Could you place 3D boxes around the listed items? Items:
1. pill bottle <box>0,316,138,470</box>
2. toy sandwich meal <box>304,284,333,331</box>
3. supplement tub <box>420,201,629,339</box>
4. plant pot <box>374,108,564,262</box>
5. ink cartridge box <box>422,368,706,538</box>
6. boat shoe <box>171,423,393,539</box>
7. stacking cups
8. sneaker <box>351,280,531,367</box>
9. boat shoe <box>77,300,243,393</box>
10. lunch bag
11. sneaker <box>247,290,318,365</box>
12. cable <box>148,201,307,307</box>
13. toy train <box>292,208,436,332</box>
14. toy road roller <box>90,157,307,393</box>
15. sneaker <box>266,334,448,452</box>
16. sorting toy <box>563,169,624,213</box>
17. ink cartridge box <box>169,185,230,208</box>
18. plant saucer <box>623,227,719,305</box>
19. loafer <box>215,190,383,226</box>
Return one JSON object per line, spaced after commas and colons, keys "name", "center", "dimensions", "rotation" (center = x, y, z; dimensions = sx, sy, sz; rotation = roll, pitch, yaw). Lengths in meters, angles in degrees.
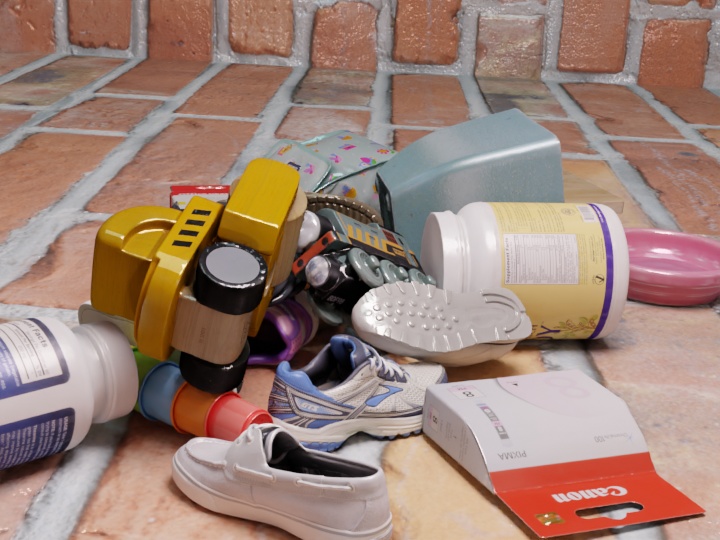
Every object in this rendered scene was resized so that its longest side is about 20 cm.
{"name": "pill bottle", "center": [-0.282, 0.099, 0.930], "dimensions": [0.198, 0.113, 0.110], "rotation": [-12, 23, -40]}
{"name": "toy sandwich meal", "center": [-0.088, 0.012, 1.298], "dimensions": [0.202, 0.071, 0.205], "rotation": [3, 18, -1]}
{"name": "supplement tub", "center": [0.171, 0.001, 1.254], "dimensions": [0.197, 0.148, 0.146], "rotation": [0, 18, -8]}
{"name": "plant pot", "center": [0.125, -0.067, 1.408], "dimensions": [0.197, 0.199, 0.197], "rotation": [-10, 19, -5]}
{"name": "ink cartridge box", "center": [0.164, 0.143, 0.969], "dimensions": [0.160, 0.058, 0.200], "rotation": [-3, 14, -24]}
{"name": "boat shoe", "center": [-0.063, 0.150, 0.875], "dimensions": [0.198, 0.070, 0.072], "rotation": [15, 21, 39]}
{"name": "stacking cups", "center": [-0.158, 0.113, 1.008], "dimensions": [0.198, 0.061, 0.060], "rotation": [20, 24, 35]}
{"name": "sneaker", "center": [0.071, 0.062, 1.131], "dimensions": [0.198, 0.080, 0.077], "rotation": [7, 57, -32]}
{"name": "boat shoe", "center": [-0.176, 0.063, 1.089], "dimensions": [0.198, 0.077, 0.060], "rotation": [26, 40, 28]}
{"name": "lunch bag", "center": [-0.052, -0.112, 1.618], "dimensions": [0.198, 0.124, 0.170], "rotation": [-16, 27, -27]}
{"name": "sneaker", "center": [-0.142, 0.054, 1.160], "dimensions": [0.197, 0.082, 0.089], "rotation": [5, 25, 2]}
{"name": "cable", "center": [-0.130, -0.007, 1.156], "dimensions": [0.161, 0.051, 0.200], "rotation": [9, 24, -24]}
{"name": "toy train", "center": [0.000, 0.000, 1.169], "dimensions": [0.199, 0.085, 0.115], "rotation": [19, 35, -54]}
{"name": "toy road roller", "center": [-0.138, -0.011, 0.987], "dimensions": [0.144, 0.124, 0.201], "rotation": [19, 39, 3]}
{"name": "sneaker", "center": [0.004, 0.098, 1.022], "dimensions": [0.198, 0.087, 0.077], "rotation": [-11, 22, -40]}
{"name": "sorting toy", "center": [0.237, -0.088, 1.667], "dimensions": [0.197, 0.071, 0.199], "rotation": [-3, 19, -18]}
{"name": "ink cartridge box", "center": [-0.182, -0.055, 1.500], "dimensions": [0.114, 0.068, 0.200], "rotation": [-1, 18, -14]}
{"name": "plant saucer", "center": [0.372, -0.004, 1.459], "dimensions": [0.197, 0.052, 0.201], "rotation": [3, 17, -1]}
{"name": "loafer", "center": [-0.072, -0.055, 1.292], "dimensions": [0.197, 0.077, 0.067], "rotation": [6, 13, -5]}
